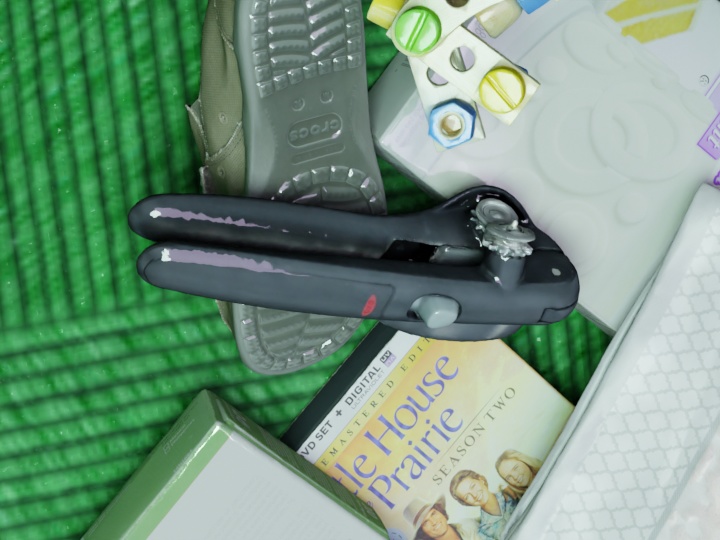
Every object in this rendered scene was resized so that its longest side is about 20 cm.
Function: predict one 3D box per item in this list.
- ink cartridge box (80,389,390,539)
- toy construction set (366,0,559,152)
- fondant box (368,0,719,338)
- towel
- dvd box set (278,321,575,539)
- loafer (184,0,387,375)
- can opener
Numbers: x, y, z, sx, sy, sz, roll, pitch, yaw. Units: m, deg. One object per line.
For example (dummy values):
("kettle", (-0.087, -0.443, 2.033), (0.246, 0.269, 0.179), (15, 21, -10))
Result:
("ink cartridge box", (-0.033, 0.167, 1.111), (0.200, 0.048, 0.146), (37, 96, -20))
("toy construction set", (0.017, -0.153, 0.998), (0.131, 0.092, 0.200), (-41, 107, 13))
("fondant box", (0.115, -0.060, 1.138), (0.200, 0.058, 0.144), (37, 88, -21))
("towel", (0.181, 0.087, 1.080), (0.191, 0.032, 0.200), (30, 91, 20))
("dvd box set", (0.054, 0.118, 1.163), (0.200, 0.029, 0.146), (42, 87, -19))
("loafer", (-0.033, -0.051, 1.091), (0.075, 0.070, 0.201), (-9, 117, -25))
("can opener", (0.000, 0.000, 1.047), (0.199, 0.063, 0.079), (6, 124, -29))
